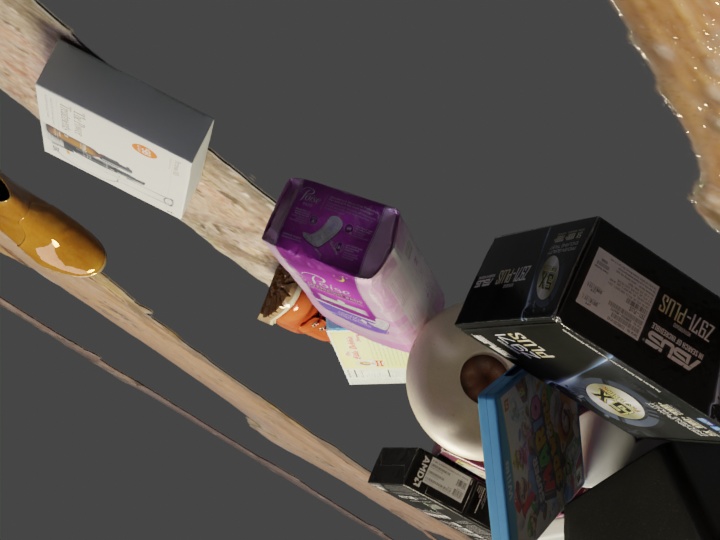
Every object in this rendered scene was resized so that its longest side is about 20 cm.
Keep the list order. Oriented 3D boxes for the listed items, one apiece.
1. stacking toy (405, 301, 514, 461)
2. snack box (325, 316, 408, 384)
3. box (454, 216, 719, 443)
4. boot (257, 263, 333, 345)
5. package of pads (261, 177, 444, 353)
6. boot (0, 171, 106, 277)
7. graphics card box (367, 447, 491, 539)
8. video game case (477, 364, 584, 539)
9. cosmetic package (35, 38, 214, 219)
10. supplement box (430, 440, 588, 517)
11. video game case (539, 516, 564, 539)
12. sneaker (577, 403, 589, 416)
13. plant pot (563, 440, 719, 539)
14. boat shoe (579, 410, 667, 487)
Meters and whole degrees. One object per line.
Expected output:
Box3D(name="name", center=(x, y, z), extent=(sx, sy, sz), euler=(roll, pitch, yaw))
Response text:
Box3D(name="stacking toy", center=(0.102, 0.121, 1.396), extent=(0.145, 0.147, 0.200), euler=(26, 162, 0))
Box3D(name="snack box", center=(0.033, 0.075, 1.508), extent=(0.114, 0.038, 0.200), euler=(-2, 160, 6))
Box3D(name="box", center=(0.200, 0.051, 1.129), extent=(0.199, 0.087, 0.163), euler=(31, 165, -18))
Box3D(name="boot", center=(-0.048, 0.035, 1.544), extent=(0.106, 0.076, 0.200), euler=(23, 173, -2))
Box3D(name="package of pads", center=(0.000, 0.000, 1.319), extent=(0.119, 0.076, 0.200), euler=(18, 163, 22))
Box3D(name="boot", center=(-0.414, -0.065, 1.806), extent=(0.200, 0.071, 0.144), euler=(30, 169, 7))
Box3D(name="graphics card box", center=(0.117, 0.265, 1.658), extent=(0.198, 0.051, 0.125), euler=(28, 166, -13))
Box3D(name="video game case", center=(0.147, 0.145, 1.227), extent=(0.018, 0.145, 0.200), euler=(-1, -168, 26))
Box3D(name="cosmetic package", center=(-0.214, -0.122, 1.322), extent=(0.149, 0.052, 0.200), euler=(25, 165, -4))
Box3D(name="supplement box", center=(0.190, 0.206, 1.635), extent=(0.198, 0.104, 0.131), euler=(25, 166, 2))
Box3D(name="video game case", center=(0.284, 0.273, 1.508), extent=(0.179, 0.024, 0.200), euler=(10, 162, -18))
Box3D(name="sneaker", center=(0.278, 0.187, 1.414), extent=(0.199, 0.088, 0.073), euler=(25, 168, -32))
Box3D(name="plant pot", center=(0.287, 0.248, 1.229), extent=(0.198, 0.179, 0.199), euler=(2, 149, -39))
Box3D(name="boat shoe", center=(0.263, 0.146, 1.306), extent=(0.065, 0.073, 0.200), euler=(11, 147, -36))
